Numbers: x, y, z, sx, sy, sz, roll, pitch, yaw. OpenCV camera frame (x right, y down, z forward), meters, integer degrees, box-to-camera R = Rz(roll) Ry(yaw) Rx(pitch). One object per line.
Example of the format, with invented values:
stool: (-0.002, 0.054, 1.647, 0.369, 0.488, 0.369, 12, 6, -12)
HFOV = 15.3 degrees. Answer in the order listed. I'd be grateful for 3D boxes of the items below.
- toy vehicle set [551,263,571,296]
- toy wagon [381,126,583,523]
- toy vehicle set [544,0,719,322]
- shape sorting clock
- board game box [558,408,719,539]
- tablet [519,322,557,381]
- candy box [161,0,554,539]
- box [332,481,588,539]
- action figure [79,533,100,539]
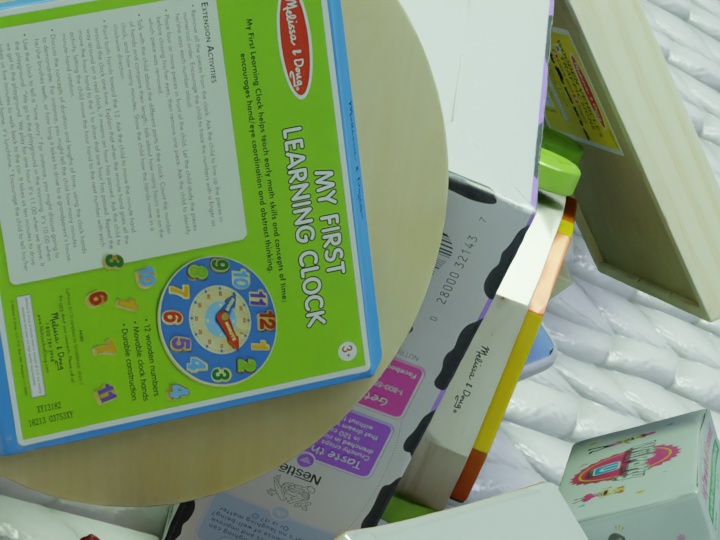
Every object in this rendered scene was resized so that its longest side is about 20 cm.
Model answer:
toy vehicle set: (0.029, -0.083, 1.339, 0.124, 0.026, 0.201, 23, 39, -47)
toy wagon: (0.051, 0.017, 1.094, 0.039, 0.156, 0.200, 22, 12, 2)
toy vehicle set: (0.091, -0.081, 1.089, 0.201, 0.026, 0.124, 64, -11, -17)
shape sorting clock: (-0.065, -0.025, 0.839, 0.200, 0.200, 0.039, 39, -2, -22)
board game box: (0.135, 0.170, 1.057, 0.148, 0.064, 0.201, -44, 119, -77)
tablet: (-0.005, -0.025, 1.200, 0.130, 0.014, 0.201, -19, 72, -39)
candy box: (0.000, 0.000, 1.002, 0.071, 0.201, 0.168, 21, 32, -7)
box: (-0.018, 0.160, 0.777, 0.098, 0.200, 0.124, 58, 27, 15)
action figure: (-0.085, 0.124, 0.894, 0.066, 0.052, 0.200, 56, 24, 18)
